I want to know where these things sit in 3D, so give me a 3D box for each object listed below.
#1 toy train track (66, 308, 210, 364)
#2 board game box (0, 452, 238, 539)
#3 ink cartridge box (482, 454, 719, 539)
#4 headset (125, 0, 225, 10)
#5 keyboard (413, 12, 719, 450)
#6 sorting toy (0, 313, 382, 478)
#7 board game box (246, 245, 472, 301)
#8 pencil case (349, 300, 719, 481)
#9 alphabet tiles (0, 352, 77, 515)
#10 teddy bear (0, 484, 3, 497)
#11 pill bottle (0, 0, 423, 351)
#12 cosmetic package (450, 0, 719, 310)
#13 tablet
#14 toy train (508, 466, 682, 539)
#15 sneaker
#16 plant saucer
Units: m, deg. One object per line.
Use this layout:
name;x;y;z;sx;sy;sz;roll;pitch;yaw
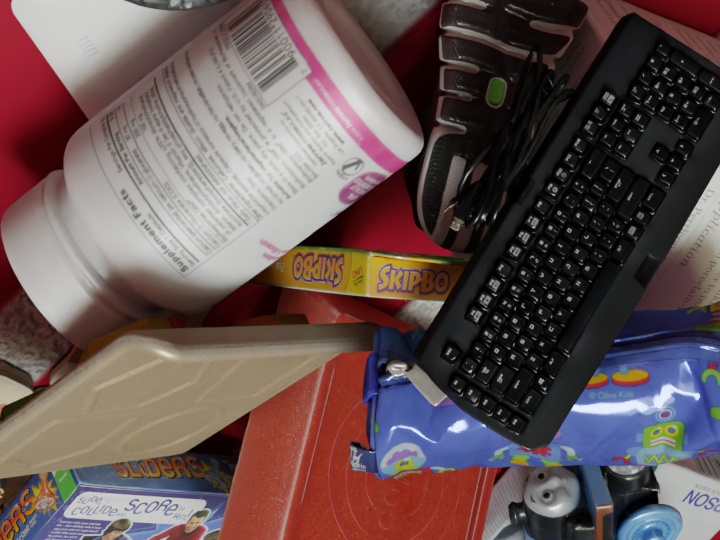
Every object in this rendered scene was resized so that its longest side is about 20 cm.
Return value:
toy train track;-0.146;0.074;0.877;0.114;0.033;0.201;12;124;-40
board game box;-0.145;0.173;0.934;0.199;0.035;0.136;15;124;-49
ink cartridge box;0.173;0.203;1.109;0.198;0.041;0.201;20;121;-32
headset;-0.060;-0.198;0.633;0.122;0.094;0.201;15;123;-31
keyboard;0.092;-0.027;0.656;0.201;0.103;0.040;-58;172;-8
sorting toy;-0.110;0.064;0.768;0.199;0.037;0.184;-28;163;34
board game box;0.000;0.000;0.771;0.095;0.199;0.030;4;88;-32
pencil case;0.094;0.059;0.703;0.197;0.079;0.087;-4;155;11
alphabet tiles;-0.190;0.129;0.930;0.195;0.015;0.199;-41;131;17
teddy bear;-0.301;0.143;0.864;0.144;0.067;0.201;32;121;-7
pill bottle;-0.076;-0.050;0.726;0.199;0.114;0.113;-35;133;13
cosmetic package;0.177;-0.030;0.819;0.198;0.166;0.166;14;125;-29
tablet;-0.082;-0.099;0.769;0.129;0.014;0.201;-27;134;4
toy train;0.164;0.202;1.022;0.113;0.087;0.202;-10;131;-2
sneaker;0.060;-0.110;0.775;0.075;0.115;0.202;19;88;-13
plant saucer;0.015;0.127;0.896;0.199;0.202;0.036;25;161;-35
